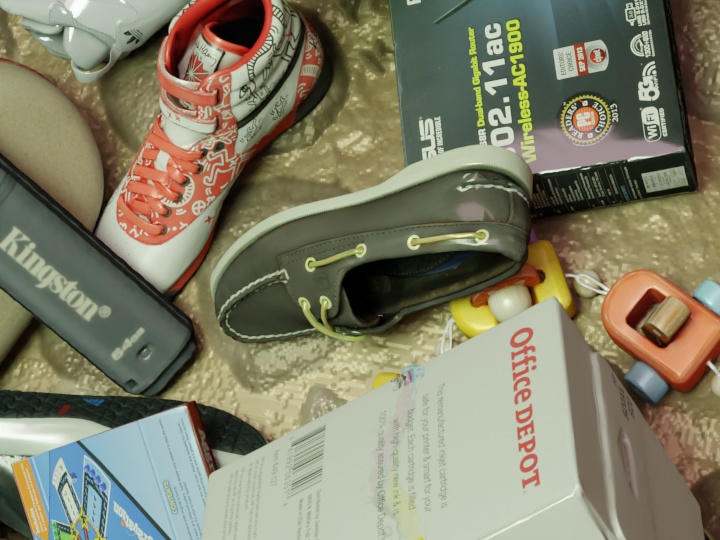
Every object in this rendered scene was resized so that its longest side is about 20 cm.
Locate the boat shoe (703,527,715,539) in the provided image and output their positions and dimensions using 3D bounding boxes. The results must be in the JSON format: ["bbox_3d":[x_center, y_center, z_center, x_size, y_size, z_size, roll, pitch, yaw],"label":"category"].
[{"bbox_3d":[0.120,0.208,0.940,0.071,0.066,0.202,20,77,24],"label":"boat shoe"}]

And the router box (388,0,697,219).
[{"bbox_3d":[0.094,-0.130,1.067,0.148,0.062,0.202,-11,69,13],"label":"router box"}]

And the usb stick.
[{"bbox_3d":[-0.170,-0.008,1.044,0.056,0.200,0.033,-49,25,-4],"label":"usb stick"}]

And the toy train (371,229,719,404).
[{"bbox_3d":[0.092,0.055,1.008,0.200,0.056,0.150,-45,66,-3],"label":"toy train"}]

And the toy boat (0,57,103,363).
[{"bbox_3d":[-0.239,-0.029,1.108,0.201,0.130,0.130,-54,37,-5],"label":"toy boat"}]

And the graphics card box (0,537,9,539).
[{"bbox_3d":[-0.192,0.199,0.989,0.199,0.051,0.127,3,88,38],"label":"graphics card box"}]

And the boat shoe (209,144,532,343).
[{"bbox_3d":[0.000,0.000,1.017,0.200,0.072,0.061,-24,48,31],"label":"boat shoe"}]

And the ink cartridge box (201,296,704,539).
[{"bbox_3d":[0.045,0.143,0.894,0.199,0.145,0.148,-28,27,18],"label":"ink cartridge box"}]

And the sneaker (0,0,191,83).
[{"bbox_3d":[-0.173,-0.200,1.159,0.115,0.075,0.200,-43,62,1],"label":"sneaker"}]

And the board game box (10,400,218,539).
[{"bbox_3d":[-0.101,0.178,0.999,0.102,0.019,0.202,-18,88,12],"label":"board game box"}]

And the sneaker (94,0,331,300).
[{"bbox_3d":[-0.100,-0.070,1.076,0.067,0.108,0.202,37,84,23],"label":"sneaker"}]

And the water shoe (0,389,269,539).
[{"bbox_3d":[-0.141,0.112,1.057,0.198,0.072,0.080,6,104,12],"label":"water shoe"}]
